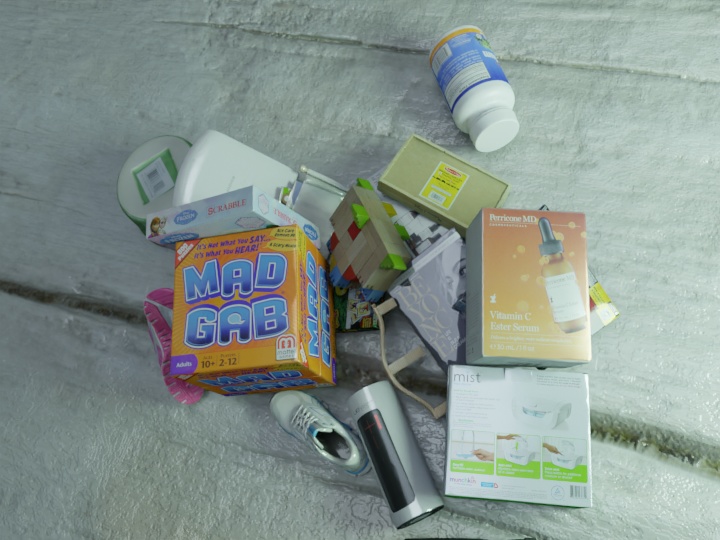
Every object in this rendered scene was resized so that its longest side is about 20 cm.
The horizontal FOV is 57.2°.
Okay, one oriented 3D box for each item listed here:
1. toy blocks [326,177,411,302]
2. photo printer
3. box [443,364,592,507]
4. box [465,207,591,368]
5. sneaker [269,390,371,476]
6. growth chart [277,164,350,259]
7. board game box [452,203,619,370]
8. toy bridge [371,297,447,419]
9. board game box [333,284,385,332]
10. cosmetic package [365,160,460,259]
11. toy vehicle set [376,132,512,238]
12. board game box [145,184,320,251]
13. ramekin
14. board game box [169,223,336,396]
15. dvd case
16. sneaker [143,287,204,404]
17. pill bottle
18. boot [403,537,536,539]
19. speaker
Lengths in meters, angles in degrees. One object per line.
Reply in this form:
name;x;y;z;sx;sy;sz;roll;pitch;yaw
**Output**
toy blocks;-0.002;-0.030;1.056;0.137;0.098;0.202;-52;47;31
photo printer;-0.226;-0.144;1.177;0.197;0.069;0.170;25;77;-15
box;0.217;0.233;0.931;0.195;0.097;0.181;1;70;7
box;0.228;0.027;0.920;0.148;0.106;0.205;2;78;-2
sneaker;-0.069;0.244;1.034;0.197;0.087;0.076;26;81;25
growth chart;-0.099;-0.084;1.163;0.143;0.018;0.203;28;80;-9
board game box;0.251;0.040;1.004;0.197;0.062;0.202;-31;81;-8
toy bridge;0.068;0.141;1.026;0.066;0.027;0.203;-29;82;-8
board game box;0.000;0.000;1.110;0.103;0.023;0.205;-10;69;42
cosmetic package;0.089;-0.093;1.129;0.082;0.051;0.202;-33;65;2
toy vehicle set;0.140;-0.139;1.103;0.197;0.027;0.125;30;62;13
board game box;-0.192;-0.058;1.029;0.196;0.199;0.042;-12;71;24
ramekin;-0.365;-0.156;1.260;0.195;0.098;0.205;-5;69;14
board game box;-0.157;0.072;1.025;0.195;0.200;0.205;-7;70;12
dvd case;0.149;0.057;1.045;0.148;0.016;0.202;-36;80;1
sneaker;-0.321;0.134;1.158;0.080;0.088;0.205;-15;85;-20
pill bottle;0.199;-0.311;1.142;0.110;0.112;0.204;-23;66;7
boot;0.149;0.453;0.901;0.195;0.066;0.168;-5;61;11
speaker;0.050;0.272;0.991;0.080;0.081;0.203;-26;65;5
